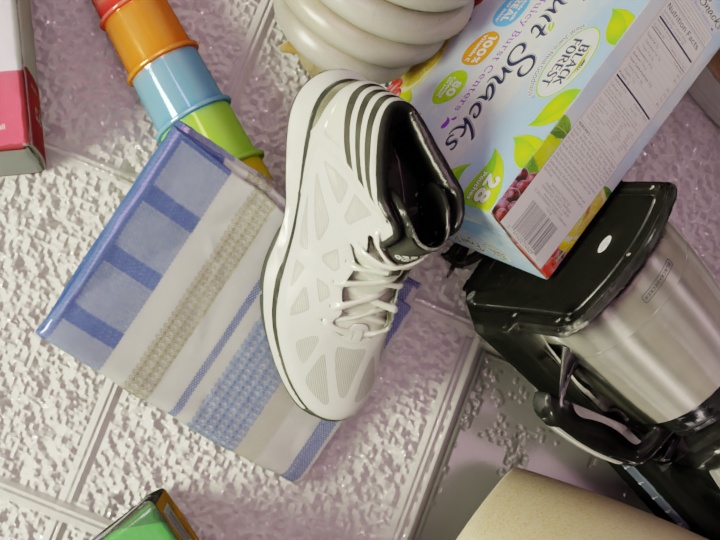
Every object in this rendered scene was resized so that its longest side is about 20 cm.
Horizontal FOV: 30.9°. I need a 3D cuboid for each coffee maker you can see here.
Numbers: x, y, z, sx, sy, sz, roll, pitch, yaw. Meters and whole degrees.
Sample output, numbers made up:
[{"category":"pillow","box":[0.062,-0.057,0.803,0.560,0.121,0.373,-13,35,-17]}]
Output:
[{"category":"coffee maker","box":[0.170,0.047,0.771,0.135,0.192,0.200,-42,111,7]}]

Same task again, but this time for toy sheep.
[{"category":"toy sheep","box":[0.015,-0.187,0.763,0.136,0.201,0.139,15,44,-15]}]

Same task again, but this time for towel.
[{"category":"towel","box":[-0.069,0.023,0.758,0.199,0.024,0.148,34,88,-30]}]

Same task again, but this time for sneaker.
[{"category":"sneaker","box":[0.000,0.000,0.705,0.075,0.115,0.204,-5,107,-24]}]

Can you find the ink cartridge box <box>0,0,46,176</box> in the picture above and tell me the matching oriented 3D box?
[{"category":"ink cartridge box","box":[-0.269,-0.158,0.770,0.143,0.083,0.204,-6,85,-7]}]

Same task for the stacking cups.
[{"category":"stacking cups","box":[-0.115,-0.107,0.797,0.060,0.061,0.202,-31,86,-9]}]

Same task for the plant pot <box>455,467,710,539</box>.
[{"category":"plant pot","box":[0.142,0.210,0.745,0.199,0.188,0.188,37,81,15]}]

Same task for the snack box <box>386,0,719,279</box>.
[{"category":"snack box","box":[0.101,-0.109,0.764,0.068,0.168,0.201,42,81,-34]}]

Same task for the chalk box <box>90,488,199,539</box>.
[{"category":"chalk box","box":[-0.158,0.234,0.722,0.199,0.125,0.125,-37,89,-8]}]

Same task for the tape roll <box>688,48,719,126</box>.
[{"category":"tape roll","box":[0.280,-0.171,0.777,0.139,0.203,0.204,-38,89,-9]}]
